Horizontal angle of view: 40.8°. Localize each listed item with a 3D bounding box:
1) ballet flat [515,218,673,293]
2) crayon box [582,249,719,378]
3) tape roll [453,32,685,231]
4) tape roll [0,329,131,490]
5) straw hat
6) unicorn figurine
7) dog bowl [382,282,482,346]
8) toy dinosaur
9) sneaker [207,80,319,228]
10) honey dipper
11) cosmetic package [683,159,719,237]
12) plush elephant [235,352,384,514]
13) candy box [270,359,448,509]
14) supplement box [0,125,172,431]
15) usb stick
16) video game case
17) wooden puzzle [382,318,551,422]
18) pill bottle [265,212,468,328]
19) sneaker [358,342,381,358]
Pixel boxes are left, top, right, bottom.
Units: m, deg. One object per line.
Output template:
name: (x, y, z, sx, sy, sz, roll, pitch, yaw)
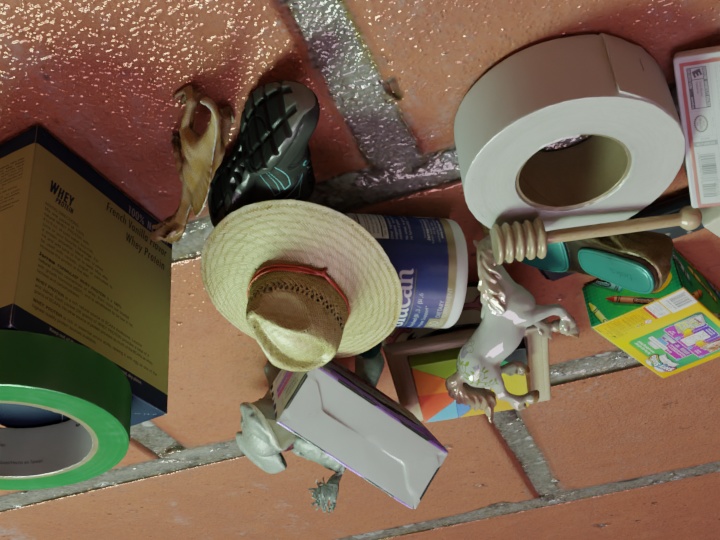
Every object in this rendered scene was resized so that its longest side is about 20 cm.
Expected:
ballet flat: (0.224, -0.034, 0.973, 0.198, 0.072, 0.069, 16, 140, 40)
crayon box: (0.368, 0.056, 1.164, 0.118, 0.059, 0.199, -28, 141, 30)
tape roll: (0.185, -0.113, 0.867, 0.198, 0.072, 0.204, -4, 147, -2)
tape roll: (-0.288, 0.120, 0.793, 0.196, 0.049, 0.202, -4, 147, -3)
straw hat: (-0.057, 0.041, 0.871, 0.197, 0.086, 0.204, 5, 132, 5)
unicorn figurine: (0.148, 0.054, 0.979, 0.136, 0.203, 0.074, 23, 179, -25)
dog bowl: (0.124, 0.099, 1.176, 0.196, 0.075, 0.201, -4, 147, -3)
toy dinosaur: (-0.130, -0.099, 0.807, 0.057, 0.103, 0.201, 8, 145, -20)
sneaker: (-0.074, -0.101, 0.857, 0.078, 0.077, 0.200, 1, 156, -28)
honey dipper: (0.220, -0.039, 0.894, 0.196, 0.039, 0.038, -9, 147, -2)
cosmetic package: (0.416, -0.108, 0.897, 0.102, 0.089, 0.199, 22, 137, -37)
plush elephant: (-0.081, 0.186, 1.209, 0.152, 0.203, 0.165, 22, 149, -9)
candy box: (-0.009, 0.158, 1.043, 0.166, 0.072, 0.200, 34, 178, -8)
supplement box: (-0.282, 0.023, 0.876, 0.132, 0.203, 0.200, -19, 145, 20)
usb stick: (0.283, -0.036, 1.034, 0.197, 0.033, 0.055, -21, 143, 21)
video game case: (0.373, -0.128, 0.814, 0.196, 0.017, 0.145, -3, 118, 27)
wooden puzzle: (0.129, 0.125, 1.115, 0.181, 0.038, 0.201, -10, 147, 6)
pill bottle: (0.000, 0.000, 0.970, 0.196, 0.113, 0.112, 2, 146, -12)
sneaker: (-0.048, 0.041, 1.054, 0.198, 0.081, 0.077, 21, 139, -34)
